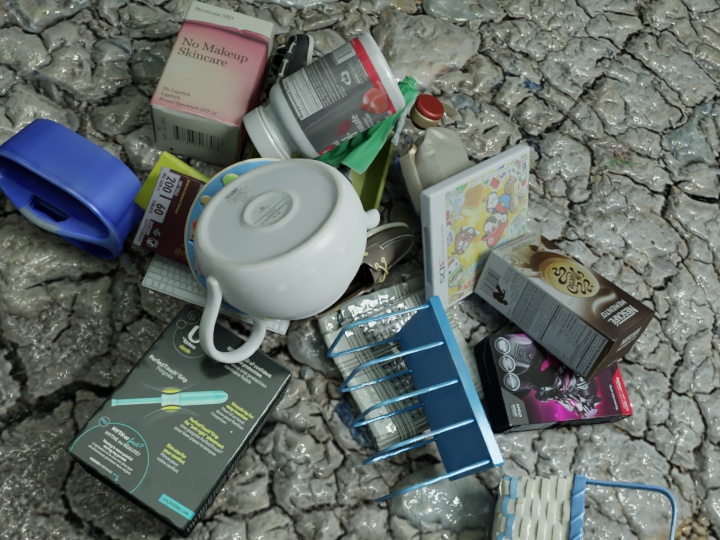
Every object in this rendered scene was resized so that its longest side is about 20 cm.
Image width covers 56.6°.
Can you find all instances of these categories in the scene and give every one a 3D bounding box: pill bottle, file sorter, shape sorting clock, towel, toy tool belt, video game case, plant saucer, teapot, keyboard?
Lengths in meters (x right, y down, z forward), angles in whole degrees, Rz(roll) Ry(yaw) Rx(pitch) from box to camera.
[{"bbox_3d":[-0.051,-0.218,0.889,0.200,0.111,0.111,-28,72,7],"label":"pill bottle"},{"bbox_3d":[0.053,0.157,0.787,0.123,0.139,0.200,-14,71,-19],"label":"file sorter"},{"bbox_3d":[-0.115,-0.038,0.822,0.200,0.039,0.200,0,92,-2],"label":"shape sorting clock"},{"bbox_3d":[0.061,0.113,0.899,0.192,0.035,0.200,-22,72,-21],"label":"towel"},{"bbox_3d":[0.098,-0.145,0.986,0.125,0.123,0.200,-2,60,-29],"label":"toy tool belt"},{"bbox_3d":[-0.203,-0.073,0.909,0.200,0.018,0.086,33,91,-1],"label":"towel"},{"bbox_3d":[0.162,-0.057,0.917,0.200,0.182,0.023,-28,38,-32],"label":"video game case"},{"bbox_3d":[-0.064,-0.145,0.983,0.200,0.048,0.200,17,63,-4],"label":"plant saucer"},{"bbox_3d":[-0.078,-0.013,0.737,0.200,0.146,0.198,-13,45,8],"label":"teapot"},{"bbox_3d":[-0.187,0.029,0.896,0.200,0.011,0.056,20,63,-3],"label":"keyboard"}]

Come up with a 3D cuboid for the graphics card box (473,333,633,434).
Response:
[{"bbox_3d":[0.262,0.148,0.908,0.200,0.051,0.126,0,65,-19],"label":"graphics card box"}]

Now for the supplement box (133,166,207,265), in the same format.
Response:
[{"bbox_3d":[-0.177,-0.047,0.871,0.200,0.061,0.109,21,91,-2],"label":"supplement box"}]

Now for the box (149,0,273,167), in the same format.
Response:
[{"bbox_3d":[-0.212,-0.269,0.973,0.128,0.109,0.200,14,64,-6],"label":"box"}]

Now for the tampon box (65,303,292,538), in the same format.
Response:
[{"bbox_3d":[-0.198,0.172,0.762,0.150,0.126,0.200,34,62,3],"label":"tampon box"}]

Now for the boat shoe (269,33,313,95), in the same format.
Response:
[{"bbox_3d":[-0.108,-0.307,1.006,0.060,0.074,0.200,13,42,-18],"label":"boat shoe"}]

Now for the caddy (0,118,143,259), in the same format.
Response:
[{"bbox_3d":[-0.371,-0.094,0.839,0.200,0.141,0.105,30,60,3],"label":"caddy"}]

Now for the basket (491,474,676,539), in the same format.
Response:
[{"bbox_3d":[0.255,0.322,0.776,0.200,0.139,0.176,6,60,24],"label":"basket"}]

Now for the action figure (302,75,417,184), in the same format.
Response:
[{"bbox_3d":[0.022,-0.209,0.958,0.118,0.055,0.200,24,67,38],"label":"action figure"}]

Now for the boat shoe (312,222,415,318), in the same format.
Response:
[{"bbox_3d":[0.000,0.000,0.907,0.200,0.072,0.060,-28,48,-23],"label":"boat shoe"}]

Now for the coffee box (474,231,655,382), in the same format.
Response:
[{"bbox_3d":[0.272,0.042,0.905,0.113,0.080,0.200,-22,50,-39],"label":"coffee box"}]
